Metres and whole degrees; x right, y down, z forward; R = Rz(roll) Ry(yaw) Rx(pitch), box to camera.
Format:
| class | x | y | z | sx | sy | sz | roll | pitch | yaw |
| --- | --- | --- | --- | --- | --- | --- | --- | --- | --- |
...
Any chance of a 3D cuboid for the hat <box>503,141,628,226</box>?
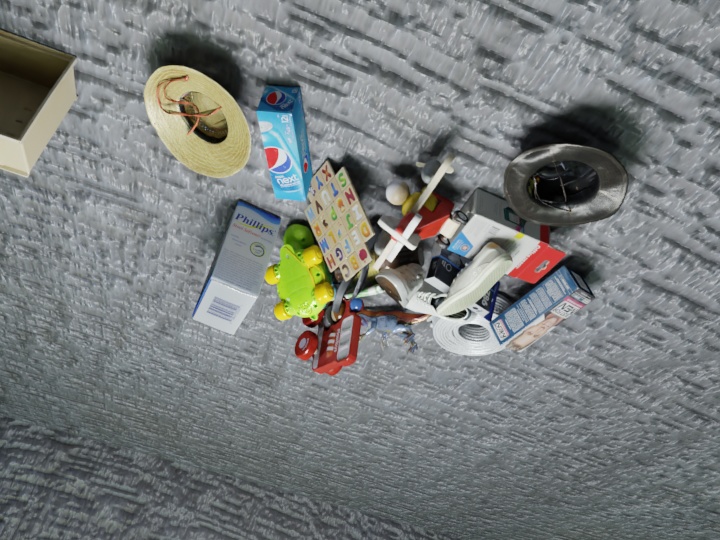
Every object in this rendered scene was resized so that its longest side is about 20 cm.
| class | x | y | z | sx | sy | sz | roll | pitch | yaw |
| --- | --- | --- | --- | --- | --- | --- | --- | --- | --- |
| hat | 0.337 | -0.159 | 0.992 | 0.195 | 0.082 | 0.203 | 15 | 145 | 11 |

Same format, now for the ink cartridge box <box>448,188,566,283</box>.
| class | x | y | z | sx | sy | sz | roll | pitch | yaw |
| --- | --- | --- | --- | --- | --- | --- | --- | --- | --- |
| ink cartridge box | 0.278 | -0.061 | 1.146 | 0.195 | 0.069 | 0.117 | 21 | 143 | -11 |

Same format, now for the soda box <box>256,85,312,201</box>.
| class | x | y | z | sx | sy | sz | roll | pitch | yaw |
| --- | --- | --- | --- | --- | --- | --- | --- | --- | --- |
| soda box | -0.129 | -0.218 | 1.055 | 0.062 | 0.069 | 0.203 | 5 | 143 | 8 |

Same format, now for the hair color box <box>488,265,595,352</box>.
| class | x | y | z | sx | sy | sz | roll | pitch | yaw |
| --- | --- | --- | --- | --- | --- | --- | --- | --- | --- |
| hair color box | 0.373 | 0.084 | 1.241 | 0.199 | 0.062 | 0.099 | -42 | 142 | 26 |

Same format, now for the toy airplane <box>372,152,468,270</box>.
| class | x | y | z | sx | sy | sz | roll | pitch | yaw |
| --- | --- | --- | --- | --- | --- | --- | --- | --- | --- |
| toy airplane | 0.087 | -0.100 | 1.056 | 0.142 | 0.199 | 0.200 | 49 | 172 | 18 |

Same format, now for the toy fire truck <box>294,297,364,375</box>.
| class | x | y | z | sx | sy | sz | roll | pitch | yaw |
| --- | --- | --- | --- | --- | --- | --- | --- | --- | --- |
| toy fire truck | -0.054 | 0.138 | 1.390 | 0.111 | 0.205 | 0.166 | 33 | 140 | -30 |

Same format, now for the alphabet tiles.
| class | x | y | z | sx | sy | sz | roll | pitch | yaw |
| --- | --- | --- | --- | --- | --- | --- | --- | --- | --- |
| alphabet tiles | -0.044 | -0.091 | 1.124 | 0.006 | 0.204 | 0.166 | -17 | 168 | -38 |

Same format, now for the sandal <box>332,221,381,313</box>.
| class | x | y | z | sx | sy | sz | roll | pitch | yaw |
| --- | --- | --- | --- | --- | --- | --- | --- | --- | --- |
| sandal | 0.000 | 0.000 | 1.207 | 0.042 | 0.204 | 0.076 | 29 | -177 | 2 |

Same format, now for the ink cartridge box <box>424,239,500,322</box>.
| class | x | y | z | sx | sy | sz | roll | pitch | yaw |
| --- | --- | --- | --- | --- | --- | --- | --- | --- | --- |
| ink cartridge box | 0.223 | 0.019 | 1.238 | 0.197 | 0.102 | 0.039 | 30 | 154 | -26 |

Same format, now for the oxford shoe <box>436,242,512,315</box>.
| class | x | y | z | sx | sy | sz | roll | pitch | yaw |
| --- | --- | --- | --- | --- | --- | --- | --- | --- | --- |
| oxford shoe | 0.211 | 0.019 | 1.147 | 0.074 | 0.059 | 0.201 | -3 | 145 | -39 |

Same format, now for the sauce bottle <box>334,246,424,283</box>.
| class | x | y | z | sx | sy | sz | roll | pitch | yaw |
| --- | --- | --- | --- | --- | --- | --- | --- | --- | --- |
| sauce bottle | 0.040 | -0.014 | 1.282 | 0.195 | 0.066 | 0.065 | -10 | 139 | 23 |

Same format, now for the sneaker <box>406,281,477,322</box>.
| class | x | y | z | sx | sy | sz | roll | pitch | yaw |
| --- | --- | --- | --- | --- | --- | --- | --- | --- | --- |
| sneaker | 0.158 | 0.062 | 1.307 | 0.195 | 0.075 | 0.070 | 13 | 179 | 24 |

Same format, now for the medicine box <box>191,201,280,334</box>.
| class | x | y | z | sx | sy | sz | roll | pitch | yaw |
| --- | --- | --- | --- | --- | --- | --- | --- | --- | --- |
| medicine box | -0.260 | -0.003 | 1.263 | 0.101 | 0.204 | 0.182 | 22 | 143 | -15 |

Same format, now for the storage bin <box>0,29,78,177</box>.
| class | x | y | z | sx | sy | sz | roll | pitch | yaw |
| --- | --- | --- | --- | --- | --- | --- | --- | --- | --- |
| storage bin | -0.601 | -0.286 | 0.989 | 0.193 | 0.205 | 0.094 | 18 | 147 | -9 |

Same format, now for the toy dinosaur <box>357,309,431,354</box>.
| class | x | y | z | sx | sy | sz | roll | pitch | yaw |
| --- | --- | --- | --- | --- | --- | --- | --- | --- | --- |
| toy dinosaur | 0.067 | 0.127 | 1.452 | 0.181 | 0.201 | 0.105 | 41 | 180 | 34 |

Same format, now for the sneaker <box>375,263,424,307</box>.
| class | x | y | z | sx | sy | sz | roll | pitch | yaw |
| --- | --- | --- | --- | --- | --- | --- | --- | --- | --- |
| sneaker | 0.082 | 0.012 | 1.170 | 0.072 | 0.085 | 0.200 | 39 | 177 | 12 |

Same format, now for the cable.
| class | x | y | z | sx | sy | sz | roll | pitch | yaw |
| --- | --- | --- | --- | --- | --- | --- | --- | --- | --- |
| cable | 0.261 | 0.123 | 1.392 | 0.194 | 0.071 | 0.202 | 15 | 144 | -3 |

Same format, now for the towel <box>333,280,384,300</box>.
| class | x | y | z | sx | sy | sz | roll | pitch | yaw |
| --- | --- | --- | --- | --- | --- | --- | --- | --- | --- |
| towel | -0.020 | 0.039 | 1.323 | 0.194 | 0.152 | 0.024 | -8 | 98 | 25 |

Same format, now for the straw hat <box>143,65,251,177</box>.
| class | x | y | z | sx | sy | sz | roll | pitch | yaw |
| --- | --- | --- | --- | --- | --- | --- | --- | --- | --- |
| straw hat | -0.255 | -0.267 | 1.013 | 0.195 | 0.086 | 0.205 | 12 | 133 | 12 |

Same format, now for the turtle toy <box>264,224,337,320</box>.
| class | x | y | z | sx | sy | sz | roll | pitch | yaw |
| --- | --- | --- | --- | --- | --- | --- | --- | --- | --- |
| turtle toy | -0.117 | 0.003 | 1.239 | 0.143 | 0.206 | 0.100 | -21 | 172 | 28 |
